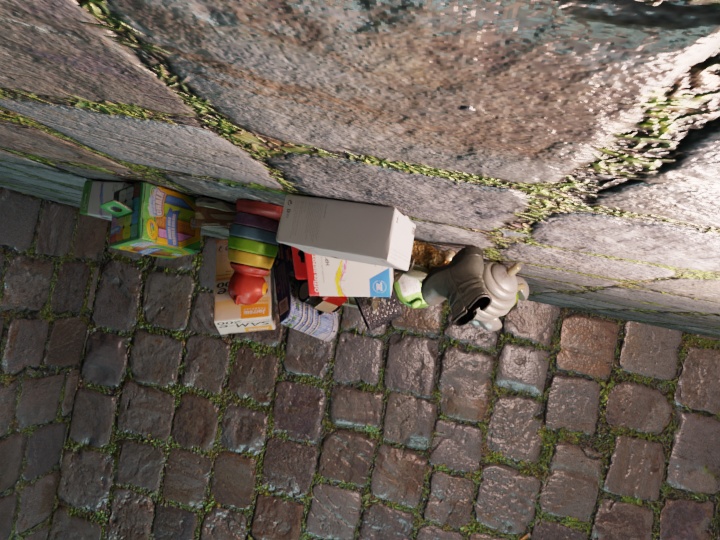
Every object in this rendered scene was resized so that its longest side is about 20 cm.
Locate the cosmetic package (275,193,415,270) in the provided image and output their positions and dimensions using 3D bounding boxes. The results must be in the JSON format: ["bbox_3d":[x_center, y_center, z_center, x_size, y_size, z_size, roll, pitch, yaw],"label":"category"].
[{"bbox_3d":[-0.020,-0.060,0.854,0.195,0.084,0.112,12,177,26],"label":"cosmetic package"}]

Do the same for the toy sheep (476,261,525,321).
[{"bbox_3d":[0.304,0.045,1.240,0.134,0.141,0.202,11,135,-24],"label":"toy sheep"}]

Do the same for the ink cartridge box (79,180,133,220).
[{"bbox_3d":[-0.563,-0.157,1.300,0.196,0.087,0.143,9,177,38],"label":"ink cartridge box"}]

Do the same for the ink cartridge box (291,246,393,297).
[{"bbox_3d":[-0.039,-0.018,0.989,0.193,0.119,0.068,0,-152,8],"label":"ink cartridge box"}]

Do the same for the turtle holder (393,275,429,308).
[{"bbox_3d":[0.154,0.008,1.355,0.141,0.186,0.132,43,173,-6],"label":"turtle holder"}]

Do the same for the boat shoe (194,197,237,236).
[{"bbox_3d":[-0.272,-0.106,1.190,0.194,0.074,0.076,12,178,-14],"label":"boat shoe"}]

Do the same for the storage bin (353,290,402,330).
[{"bbox_3d":[0.020,0.033,1.323,0.092,0.205,0.135,-25,-179,-4],"label":"storage bin"}]

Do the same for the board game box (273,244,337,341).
[{"bbox_3d":[-0.104,0.049,1.219,0.061,0.204,0.198,-34,141,28],"label":"board game box"}]

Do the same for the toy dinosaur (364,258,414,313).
[{"bbox_3d":[0.050,0.016,1.159,0.077,0.201,0.102,43,-144,8],"label":"toy dinosaur"}]

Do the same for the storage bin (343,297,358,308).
[{"bbox_3d":[-0.031,0.008,1.519,0.193,0.097,0.200,11,-153,20],"label":"storage bin"}]

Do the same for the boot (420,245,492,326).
[{"bbox_3d":[0.183,0.054,1.070,0.066,0.134,0.200,16,143,-20],"label":"boot"}]

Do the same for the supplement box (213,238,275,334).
[{"bbox_3d":[-0.255,0.030,1.185,0.122,0.205,0.074,-5,152,-4],"label":"supplement box"}]

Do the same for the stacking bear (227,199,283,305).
[{"bbox_3d":[-0.218,-0.031,1.089,0.110,0.207,0.121,10,178,2],"label":"stacking bear"}]

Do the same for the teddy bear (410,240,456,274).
[{"bbox_3d":[0.137,-0.034,1.164,0.194,0.069,0.145,18,169,5],"label":"teddy bear"}]

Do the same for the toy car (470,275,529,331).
[{"bbox_3d":[0.369,0.066,1.536,0.151,0.175,0.200,48,172,-8],"label":"toy car"}]

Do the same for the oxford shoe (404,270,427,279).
[{"bbox_3d":[0.163,-0.015,1.263,0.193,0.078,0.058,7,180,7],"label":"oxford shoe"}]

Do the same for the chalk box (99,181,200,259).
[{"bbox_3d":[-0.461,-0.108,1.165,0.122,0.128,0.198,-7,168,35],"label":"chalk box"}]

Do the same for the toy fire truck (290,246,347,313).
[{"bbox_3d":[-0.053,-0.038,1.109,0.198,0.180,0.127,-36,141,28],"label":"toy fire truck"}]
